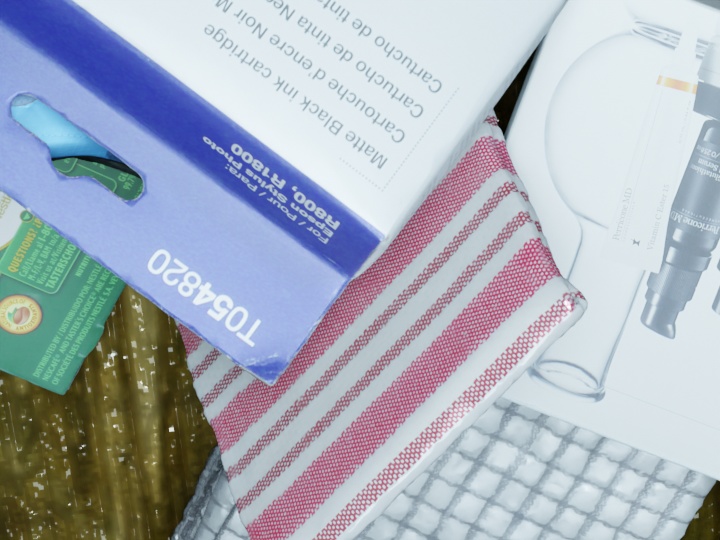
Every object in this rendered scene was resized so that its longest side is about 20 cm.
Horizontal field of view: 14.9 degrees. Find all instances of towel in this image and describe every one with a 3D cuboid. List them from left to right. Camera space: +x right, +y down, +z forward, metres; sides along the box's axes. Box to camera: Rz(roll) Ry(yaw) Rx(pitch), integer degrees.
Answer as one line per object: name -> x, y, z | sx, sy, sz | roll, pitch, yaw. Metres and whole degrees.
towel -> 0.000, 0.000, 0.934 | 0.030, 0.200, 0.146 | 28, 116, -35
towel -> 0.032, 0.076, 1.047 | 0.165, 0.086, 0.200 | 25, 111, -9

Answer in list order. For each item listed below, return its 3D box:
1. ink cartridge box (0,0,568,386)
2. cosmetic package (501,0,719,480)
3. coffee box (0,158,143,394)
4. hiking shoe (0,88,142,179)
ink cartridge box -> -0.046, -0.100, 0.871 | 0.200, 0.041, 0.200 | 36, 82, 0
cosmetic package -> 0.140, -0.004, 0.936 | 0.200, 0.052, 0.151 | 20, 103, 2
coffee box -> -0.169, -0.047, 0.982 | 0.200, 0.044, 0.123 | 23, 115, -17
hiking shoe -> -0.076, -0.076, 0.931 | 0.200, 0.074, 0.087 | -24, 100, -7
